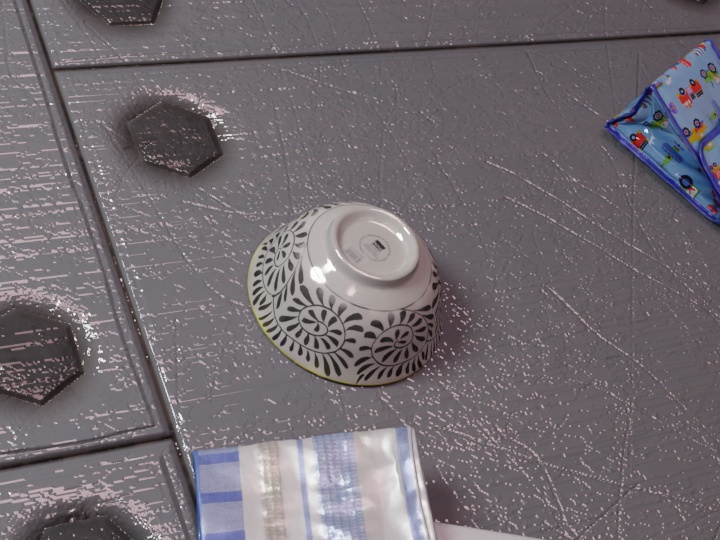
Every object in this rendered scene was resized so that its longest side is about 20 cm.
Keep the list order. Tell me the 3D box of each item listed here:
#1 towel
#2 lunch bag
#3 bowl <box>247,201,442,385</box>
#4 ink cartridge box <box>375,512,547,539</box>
[{"bbox_3d":[-0.038,0.201,1.152,0.200,0.024,0.147,-5,53,-5],"label":"towel"},{"bbox_3d":[0.410,-0.146,1.611,0.200,0.094,0.151,50,50,3],"label":"lunch bag"},{"bbox_3d":[0.000,0.000,1.312,0.200,0.094,0.201,11,50,-14],"label":"bowl"},{"bbox_3d":[0.097,0.311,1.145,0.196,0.043,0.200,13,53,-14],"label":"ink cartridge box"}]
